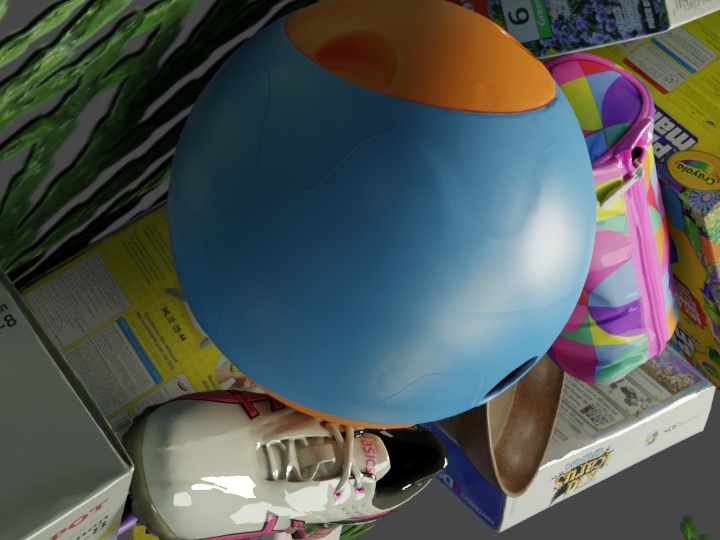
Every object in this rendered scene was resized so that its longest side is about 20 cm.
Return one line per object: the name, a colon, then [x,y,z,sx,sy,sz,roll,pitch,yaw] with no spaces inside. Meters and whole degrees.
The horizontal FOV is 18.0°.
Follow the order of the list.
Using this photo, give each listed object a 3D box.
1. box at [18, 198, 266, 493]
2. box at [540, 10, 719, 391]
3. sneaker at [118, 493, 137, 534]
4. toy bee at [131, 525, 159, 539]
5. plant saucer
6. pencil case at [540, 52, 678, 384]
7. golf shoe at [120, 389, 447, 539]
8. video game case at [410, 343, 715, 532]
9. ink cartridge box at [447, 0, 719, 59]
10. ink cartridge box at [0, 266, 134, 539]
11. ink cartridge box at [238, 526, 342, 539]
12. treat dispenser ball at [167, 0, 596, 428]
box: [-0.069,0.013,1.170,0.199,0.118,0.048,-32,179,-22]
box: [0.200,-0.056,1.332,0.122,0.200,0.193,-35,138,-10]
sneaker: [-0.165,0.110,1.194,0.198,0.089,0.081,-15,123,-4]
toy bee: [-0.089,0.108,1.373,0.131,0.108,0.200,-52,-171,5]
plant saucer: [0.085,0.028,1.298,0.034,0.202,0.200,6,180,17]
pencil case: [0.125,-0.024,1.216,0.088,0.088,0.201,-34,144,-13]
golf shoe: [-0.036,0.088,1.083,0.092,0.073,0.199,-19,168,29]
video game case: [0.093,0.063,1.448,0.180,0.200,0.046,-22,136,-32]
ink cartridge box: [0.105,-0.143,1.202,0.199,0.051,0.109,-7,-169,41]
ink cartridge box: [-0.205,0.100,1.039,0.145,0.145,0.200,-32,166,-20]
ink cartridge box: [-0.037,0.135,1.373,0.200,0.037,0.096,-12,116,-76]
treat dispenser ball: [0.010,-0.028,1.054,0.200,0.201,0.201,-35,168,-9]
